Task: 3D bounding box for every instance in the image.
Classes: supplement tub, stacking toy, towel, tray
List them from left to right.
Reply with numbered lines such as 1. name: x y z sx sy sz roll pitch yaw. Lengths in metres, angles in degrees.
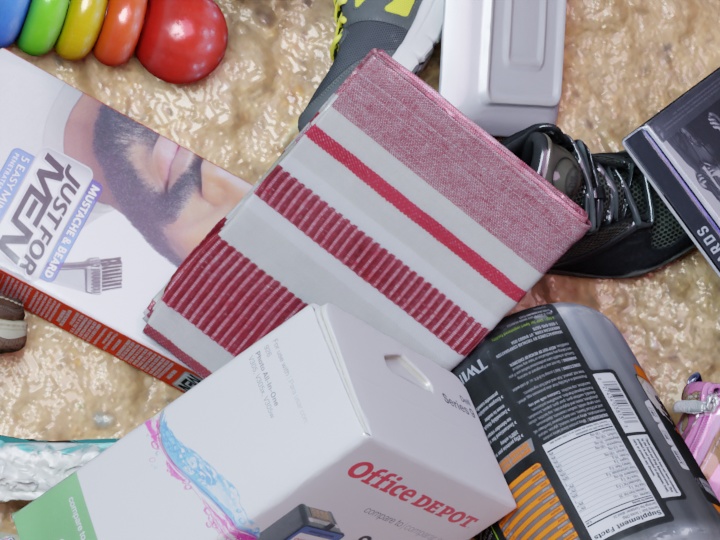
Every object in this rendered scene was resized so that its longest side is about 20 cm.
1. stacking toy: -0.169 -0.151 1.194 0.200 0.085 0.086 13 76 -18
2. towel: 0.000 0.000 1.110 0.144 0.023 0.200 38 112 -12
3. tray: 0.090 -0.176 1.235 0.107 0.022 0.200 -2 96 -47
4. supplement tub: 0.120 0.126 1.125 0.122 0.123 0.200 -14 53 -17

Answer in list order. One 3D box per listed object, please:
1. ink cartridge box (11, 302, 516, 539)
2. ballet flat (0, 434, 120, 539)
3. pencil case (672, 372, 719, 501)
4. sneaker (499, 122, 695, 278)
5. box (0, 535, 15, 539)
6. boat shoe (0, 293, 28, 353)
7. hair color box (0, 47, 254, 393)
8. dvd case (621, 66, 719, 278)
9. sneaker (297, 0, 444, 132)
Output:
1. ink cartridge box: -0.046 0.118 1.075 0.200 0.145 0.088 -37 55 17
2. ballet flat: -0.162 0.115 1.147 0.200 0.072 0.072 4 78 -7
3. pencil case: 0.179 0.156 1.212 0.086 0.083 0.200 31 74 -7
4. sneaker: 0.131 -0.038 1.225 0.199 0.114 0.076 -3 81 -17
5. box: -0.239 0.256 1.064 0.200 0.122 0.193 -18 84 -16
6. boat shoe: -0.250 -0.002 1.102 0.202 0.075 0.075 14 75 -49
7. hair color box: -0.135 -0.021 1.179 0.200 0.064 0.111 28 73 -9
8. dvd case: 0.246 -0.022 1.256 0.200 0.025 0.150 54 37 1
9. sneaker: 0.009 -0.152 1.246 0.085 0.074 0.200 33 64 0
